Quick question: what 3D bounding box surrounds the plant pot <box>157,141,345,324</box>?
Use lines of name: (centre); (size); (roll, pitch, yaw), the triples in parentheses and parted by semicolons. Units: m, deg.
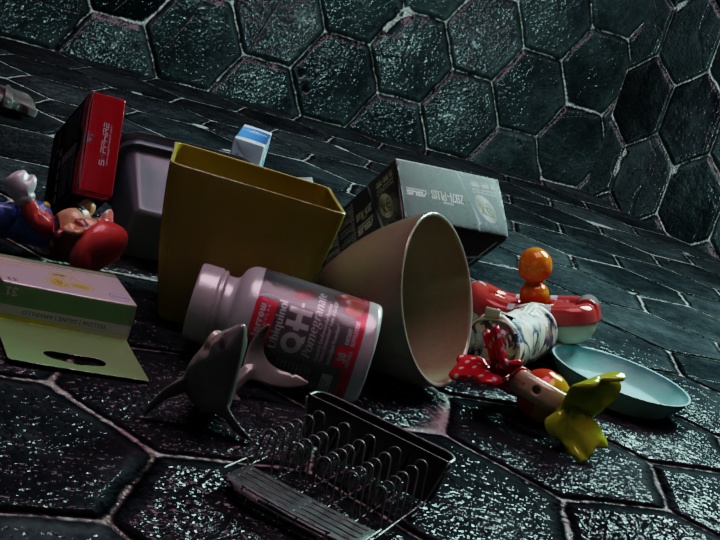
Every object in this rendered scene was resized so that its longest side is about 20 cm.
plant pot: (-0.146, -0.026, 1.444); (0.198, 0.178, 0.200); (17, 9, -10)

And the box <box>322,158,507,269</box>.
box: (0.065, -0.047, 1.607); (0.162, 0.200, 0.087); (9, 60, -31)

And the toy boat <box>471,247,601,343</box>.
toy boat: (0.251, 0.032, 1.817); (0.197, 0.133, 0.130); (2, 7, 13)

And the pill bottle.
pill bottle: (-0.084, 0.061, 1.326); (0.198, 0.112, 0.111); (17, 13, -4)

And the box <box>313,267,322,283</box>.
box: (0.000, 0.000, 1.747); (0.198, 0.096, 0.078); (14, 13, -27)

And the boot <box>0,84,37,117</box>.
boot: (-0.688, -0.328, 2.262); (0.173, 0.070, 0.200); (15, 16, -40)

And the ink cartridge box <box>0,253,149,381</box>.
ink cartridge box: (-0.296, 0.043, 1.254); (0.144, 0.048, 0.200); (12, 12, -28)

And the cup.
cup: (0.030, 0.037, 1.476); (0.142, 0.203, 0.200); (-3, 2, 28)

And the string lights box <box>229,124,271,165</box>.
string lights box: (-0.207, -0.198, 2.265); (0.058, 0.104, 0.200); (16, 13, -4)

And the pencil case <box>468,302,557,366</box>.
pencil case: (0.204, 0.088, 1.670); (0.077, 0.090, 0.200); (22, 12, 21)

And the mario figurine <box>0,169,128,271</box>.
mario figurine: (-0.370, -0.065, 1.475); (0.198, 0.107, 0.124); (16, 11, -4)

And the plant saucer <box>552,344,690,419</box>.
plant saucer: (0.351, 0.157, 1.707); (0.198, 0.036, 0.200); (17, 13, -4)

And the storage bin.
storage bin: (-0.244, -0.073, 1.660); (0.198, 0.146, 0.135); (13, 41, -23)

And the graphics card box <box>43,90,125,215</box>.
graphics card box: (-0.350, -0.133, 1.566); (0.050, 0.127, 0.199); (11, -16, -25)

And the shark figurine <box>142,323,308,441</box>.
shark figurine: (-0.119, 0.119, 1.172); (0.090, 0.128, 0.214); (46, 0, 11)

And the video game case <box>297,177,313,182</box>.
video game case: (-0.169, -0.113, 1.971); (0.197, 0.046, 0.181); (0, 13, -5)

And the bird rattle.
bird rattle: (0.204, 0.148, 1.463); (0.198, 0.114, 0.163); (19, -9, 17)

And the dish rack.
dish rack: (-0.020, 0.172, 1.076); (0.152, 0.055, 0.200); (22, 13, 21)
